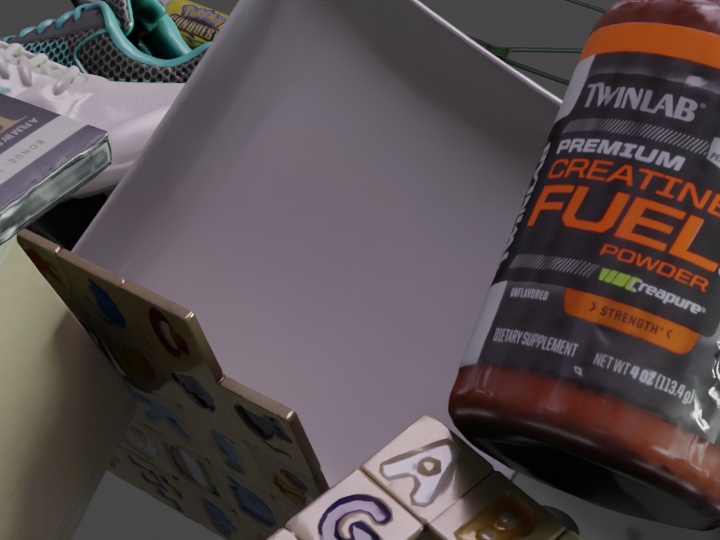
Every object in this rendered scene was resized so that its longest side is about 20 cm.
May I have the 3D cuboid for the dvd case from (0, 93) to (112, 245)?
[{"bbox_3d":[-0.201,-0.033,0.660,0.200,0.016,0.149,21,41,27],"label":"dvd case"}]

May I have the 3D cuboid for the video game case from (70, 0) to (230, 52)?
[{"bbox_3d":[-0.035,-0.052,1.032,0.181,0.200,0.026,24,66,34],"label":"video game case"}]

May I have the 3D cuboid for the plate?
[{"bbox_3d":[0.000,0.000,0.823,0.200,0.200,0.032,36,8,14],"label":"plate"}]

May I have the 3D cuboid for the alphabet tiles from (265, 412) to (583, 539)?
[{"bbox_3d":[0.031,0.148,0.641,0.167,0.008,0.200,-37,57,-26],"label":"alphabet tiles"}]

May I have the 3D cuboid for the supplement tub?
[{"bbox_3d":[0.110,-0.021,0.721,0.107,0.200,0.107,20,-13,5],"label":"supplement tub"}]

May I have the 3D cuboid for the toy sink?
[{"bbox_3d":[-0.178,0.025,0.706,0.130,0.112,0.200,17,-21,23],"label":"toy sink"}]

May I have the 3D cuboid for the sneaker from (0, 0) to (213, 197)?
[{"bbox_3d":[-0.120,-0.091,0.963,0.200,0.091,0.078,22,17,26],"label":"sneaker"}]

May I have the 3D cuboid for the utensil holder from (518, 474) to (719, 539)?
[{"bbox_3d":[0.164,0.057,0.828,0.170,0.170,0.200,-6,24,-33],"label":"utensil holder"}]

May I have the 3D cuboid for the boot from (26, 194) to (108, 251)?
[{"bbox_3d":[-0.143,-0.014,0.985,0.182,0.073,0.200,3,13,36],"label":"boot"}]

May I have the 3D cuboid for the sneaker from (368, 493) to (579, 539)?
[{"bbox_3d":[-0.005,0.119,0.715,0.200,0.087,0.075,-9,29,-36],"label":"sneaker"}]

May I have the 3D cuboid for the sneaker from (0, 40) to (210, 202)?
[{"bbox_3d":[-0.154,-0.066,0.874,0.200,0.080,0.070,-6,10,4],"label":"sneaker"}]

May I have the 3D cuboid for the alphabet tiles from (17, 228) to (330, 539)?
[{"bbox_3d":[-0.083,0.047,0.792,0.200,0.167,0.006,25,60,36],"label":"alphabet tiles"}]
